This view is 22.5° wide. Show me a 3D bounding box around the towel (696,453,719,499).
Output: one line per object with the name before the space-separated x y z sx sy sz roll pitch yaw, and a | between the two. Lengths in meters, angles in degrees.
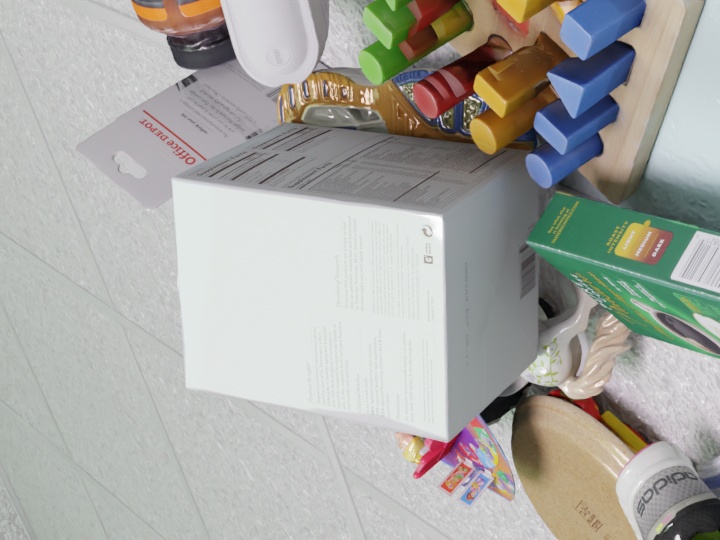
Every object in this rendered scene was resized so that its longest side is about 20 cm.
towel | 0.309 0.194 1.196 0.201 0.024 0.147 55 158 5

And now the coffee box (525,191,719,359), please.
coffee box | 0.203 0.012 1.087 0.123 0.044 0.199 35 171 -32

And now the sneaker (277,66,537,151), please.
sneaker | 0.042 -0.114 1.282 0.198 0.088 0.076 14 110 27

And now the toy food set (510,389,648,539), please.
toy food set | 0.189 0.174 1.371 0.198 0.049 0.201 42 155 28

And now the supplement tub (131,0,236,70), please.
supplement tub | -0.142 -0.259 1.412 0.107 0.107 0.201 29 144 48

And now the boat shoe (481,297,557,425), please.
boat shoe | 0.106 0.074 1.400 0.074 0.060 0.200 58 144 21

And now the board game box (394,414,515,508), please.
board game box | 0.032 0.112 1.377 0.199 0.039 0.159 24 150 52

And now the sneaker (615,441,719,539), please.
sneaker | 0.238 0.210 1.244 0.201 0.073 0.088 61 180 -35

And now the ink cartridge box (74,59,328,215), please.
ink cartridge box | -0.112 -0.098 1.437 0.116 0.199 0.068 37 150 39

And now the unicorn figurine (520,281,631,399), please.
unicorn figurine | 0.097 0.028 1.284 0.200 0.073 0.138 37 124 35

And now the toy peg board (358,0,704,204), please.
toy peg board | 0.087 -0.145 1.110 0.199 0.097 0.201 48 156 22

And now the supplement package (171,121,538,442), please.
supplement package | 0.000 0.000 1.204 0.198 0.150 0.153 9 113 27

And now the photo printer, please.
photo printer | -0.069 -0.239 1.253 0.167 0.069 0.201 -92 -9 -51
